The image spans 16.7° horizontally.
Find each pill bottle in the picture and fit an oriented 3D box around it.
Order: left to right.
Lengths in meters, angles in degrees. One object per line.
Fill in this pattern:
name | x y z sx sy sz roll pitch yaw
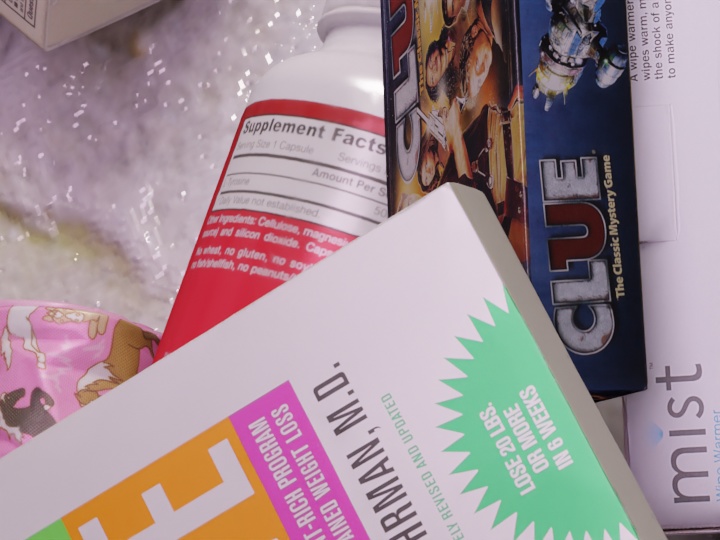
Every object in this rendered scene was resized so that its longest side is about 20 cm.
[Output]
pill bottle | 0.000 0.000 0.825 0.111 0.112 0.202 14 76 24

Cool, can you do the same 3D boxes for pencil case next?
pencil case | -0.114 0.108 0.852 0.086 0.083 0.202 3 75 24

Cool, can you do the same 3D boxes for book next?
book | -0.024 0.086 0.638 0.199 0.048 0.134 -32 76 15

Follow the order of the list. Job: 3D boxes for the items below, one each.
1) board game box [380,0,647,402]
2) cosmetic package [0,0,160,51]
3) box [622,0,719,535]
board game box | 0.039 -0.058 0.714 0.034 0.135 0.202 0 82 -14
cosmetic package | -0.147 -0.187 0.935 0.087 0.104 0.200 -30 58 -37
box | 0.160 -0.029 0.705 0.175 0.097 0.202 -5 86 14
